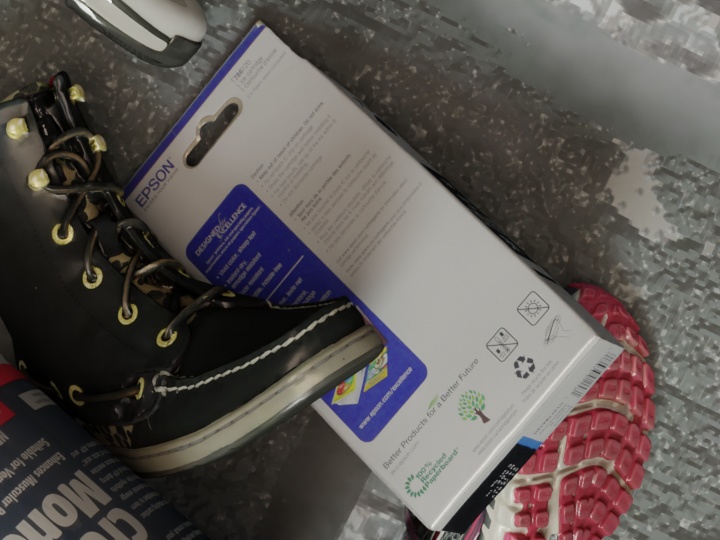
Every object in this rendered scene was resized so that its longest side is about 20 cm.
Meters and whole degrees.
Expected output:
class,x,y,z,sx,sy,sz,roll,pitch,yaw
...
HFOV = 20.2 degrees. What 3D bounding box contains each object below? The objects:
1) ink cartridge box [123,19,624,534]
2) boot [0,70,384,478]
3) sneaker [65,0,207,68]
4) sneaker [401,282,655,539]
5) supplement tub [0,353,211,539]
class,x,y,z,sx,sy,sz,roll,pitch,yaw
ink cartridge box,0.000,0.000,0.795,0.100,0.039,0.200,-49,66,10
boot,-0.090,-0.003,0.764,0.073,0.203,0.155,-29,96,-38
sneaker,-0.101,-0.182,0.771,0.115,0.076,0.201,-38,95,10
sneaker,0.055,0.098,0.824,0.080,0.074,0.201,22,90,-45
supplement tub,-0.113,0.136,0.719,0.200,0.140,0.141,40,99,7
